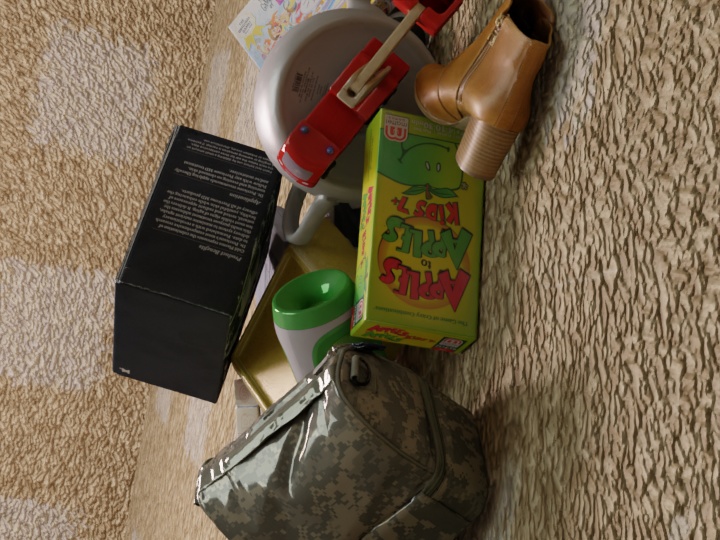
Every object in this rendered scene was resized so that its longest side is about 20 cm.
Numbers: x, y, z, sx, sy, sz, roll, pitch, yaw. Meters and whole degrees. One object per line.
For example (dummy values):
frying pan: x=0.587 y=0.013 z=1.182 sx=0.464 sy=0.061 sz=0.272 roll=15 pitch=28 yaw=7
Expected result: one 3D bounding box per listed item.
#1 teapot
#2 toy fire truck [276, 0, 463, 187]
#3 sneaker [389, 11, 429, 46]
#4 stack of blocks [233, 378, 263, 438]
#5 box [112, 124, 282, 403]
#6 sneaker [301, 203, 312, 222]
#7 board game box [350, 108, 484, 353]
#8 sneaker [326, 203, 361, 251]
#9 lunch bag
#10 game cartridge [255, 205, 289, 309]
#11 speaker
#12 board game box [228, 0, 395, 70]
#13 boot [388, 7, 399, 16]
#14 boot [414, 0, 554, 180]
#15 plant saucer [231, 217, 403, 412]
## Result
teapot: x=-0.021 y=-0.154 z=1.598 sx=0.198 sy=0.200 sz=0.146 roll=63 pitch=165 yaw=-10
toy fire truck: x=0.005 y=-0.167 z=1.452 sx=0.200 sy=0.049 sz=0.141 roll=-51 pitch=0 yaw=-9
sneaker: x=0.006 y=-0.169 z=1.729 sx=0.112 sy=0.073 sz=0.200 roll=-62 pitch=-6 yaw=-55
stack of blocks: x=-0.089 y=0.211 z=1.742 sx=0.115 sy=0.058 sz=0.201 roll=-3 pitch=-91 yaw=-64
box: x=-0.168 y=-0.004 z=1.683 sx=0.200 sy=0.124 sz=0.197 roll=106 pitch=-178 yaw=-59
sneaker: x=-0.043 y=-0.006 z=1.892 sx=0.080 sy=0.077 sz=0.200 roll=-96 pitch=18 yaw=-74
board game box: x=0.053 y=-0.035 z=1.446 sx=0.048 sy=0.101 sz=0.200 roll=132 pitch=146 yaw=-63
sneaker: x=0.000 y=0.000 z=1.714 sx=0.130 sy=0.079 sz=0.199 roll=92 pitch=163 yaw=-59
lunch bag: x=-0.017 y=0.162 z=1.334 sx=0.200 sy=0.168 sz=0.140 roll=-40 pitch=35 yaw=26
game cartridge: x=-0.085 y=0.036 z=1.835 sx=0.133 sy=0.040 sz=0.200 roll=-132 pitch=39 yaw=-56
speaker: x=-0.014 y=0.102 z=1.489 sx=0.088 sy=0.088 sz=0.200 roll=-109 pitch=-1 yaw=-63
board game box: x=-0.040 y=-0.287 z=1.751 sx=0.200 sy=0.034 sz=0.135 roll=-48 pitch=57 yaw=19
boot: x=-0.023 y=-0.229 z=1.831 sx=0.068 sy=0.130 sz=0.200 roll=-157 pitch=77 yaw=-77
boot: x=0.111 y=-0.179 z=1.405 sx=0.201 sy=0.071 sz=0.144 roll=-109 pitch=38 yaw=-58
plant saucer: x=-0.054 y=0.073 z=1.613 sx=0.200 sy=0.048 sz=0.200 roll=-61 pitch=40 yaw=19
